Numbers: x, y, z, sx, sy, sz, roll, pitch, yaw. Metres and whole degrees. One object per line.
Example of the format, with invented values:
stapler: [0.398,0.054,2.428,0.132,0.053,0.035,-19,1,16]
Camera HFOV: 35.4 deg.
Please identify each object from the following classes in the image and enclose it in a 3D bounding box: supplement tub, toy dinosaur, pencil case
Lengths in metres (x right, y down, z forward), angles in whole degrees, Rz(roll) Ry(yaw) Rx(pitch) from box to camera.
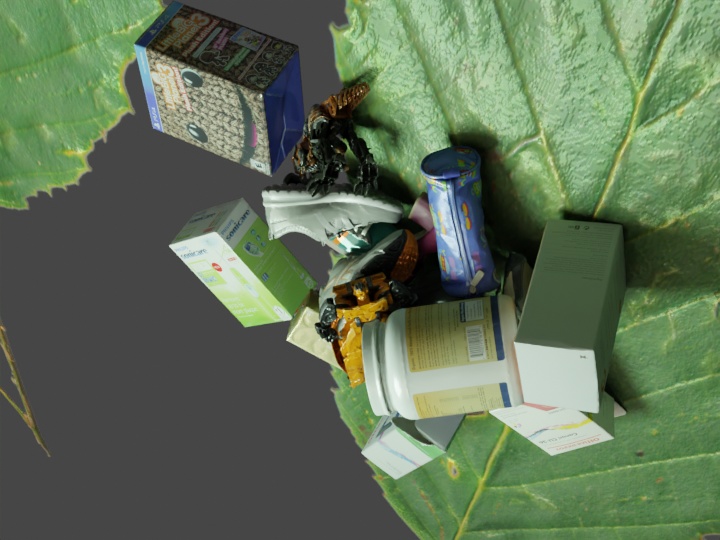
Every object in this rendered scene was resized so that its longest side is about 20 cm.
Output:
supplement tub: [0.109,0.114,1.457,0.198,0.145,0.145,-8,137,9]
toy dinosaur: [-0.041,-0.172,1.480,0.201,0.101,0.137,99,155,-62]
pencil case: [0.130,-0.056,1.447,0.077,0.087,0.202,-12,118,3]

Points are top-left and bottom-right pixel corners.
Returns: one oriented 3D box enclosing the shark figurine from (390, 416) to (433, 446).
shark figurine: [0.112,0.143,1.584,0.090,0.214,0.128,60,165,-27]

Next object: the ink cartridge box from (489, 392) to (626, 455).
ink cartridge box: [0.293,0.206,1.648,0.116,0.068,0.199,-23,136,37]

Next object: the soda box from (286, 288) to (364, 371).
soda box: [-0.008,0.111,1.688,0.199,0.064,0.068,29,113,-10]

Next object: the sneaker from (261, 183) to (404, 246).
sneaker: [-0.038,-0.076,1.570,0.198,0.075,0.083,3,105,1]

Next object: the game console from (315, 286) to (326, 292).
game console: [-0.008,0.128,1.837,0.200,0.119,0.172,43,147,-14]

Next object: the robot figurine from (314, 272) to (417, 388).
robot figurine: [0.012,0.079,1.554,0.144,0.059,0.201,-15,137,-2]

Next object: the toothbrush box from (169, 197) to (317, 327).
toothbrush box: [-0.192,-0.009,1.853,0.145,0.086,0.200,-10,126,49]

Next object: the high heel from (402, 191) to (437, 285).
high heel: [0.101,-0.021,1.581,0.096,0.068,0.201,32,148,12]

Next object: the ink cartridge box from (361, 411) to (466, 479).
ink cartridge box: [0.100,0.247,1.872,0.087,0.146,0.200,36,149,-3]

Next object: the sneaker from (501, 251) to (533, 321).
sneaker: [0.251,0.043,1.542,0.085,0.078,0.201,-1,142,26]

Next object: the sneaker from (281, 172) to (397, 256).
sneaker: [-0.033,-0.080,1.622,0.198,0.072,0.080,22,150,21]

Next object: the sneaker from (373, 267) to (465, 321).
sneaker: [0.083,0.059,1.617,0.199,0.075,0.092,-26,76,46]

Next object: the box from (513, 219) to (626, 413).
box: [0.263,0.053,1.393,0.096,0.201,0.125,6,140,21]

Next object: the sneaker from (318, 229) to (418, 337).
sneaker: [0.000,0.000,1.580,0.075,0.092,0.200,22,125,-35]

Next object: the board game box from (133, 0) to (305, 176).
board game box: [-0.185,-0.244,1.515,0.198,0.097,0.160,23,147,18]
